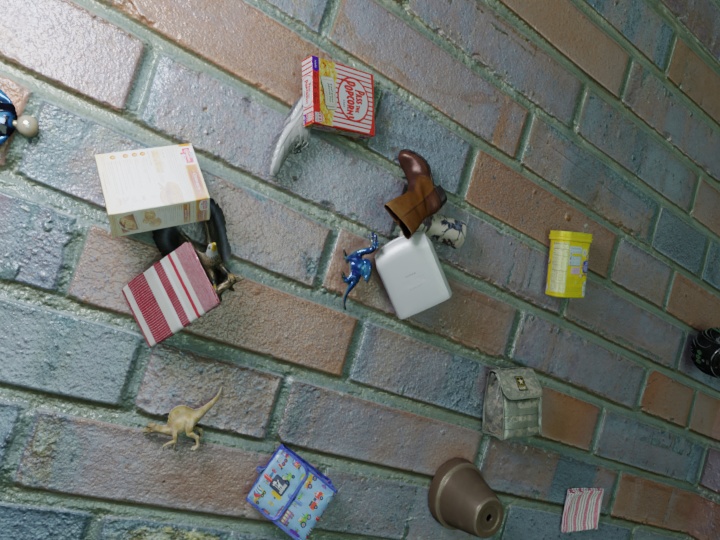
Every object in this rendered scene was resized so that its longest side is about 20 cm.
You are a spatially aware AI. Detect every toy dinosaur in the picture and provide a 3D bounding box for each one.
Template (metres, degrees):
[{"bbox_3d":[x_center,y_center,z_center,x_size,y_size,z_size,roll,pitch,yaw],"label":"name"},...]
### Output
[{"bbox_3d":[-0.389,0.349,1.227,0.195,0.058,0.105,-22,103,-25],"label":"toy dinosaur"}]

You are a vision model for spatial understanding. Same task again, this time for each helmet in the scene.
[{"bbox_3d":[1.389,0.316,2.098,0.192,0.191,0.208,2,105,6],"label":"helmet"}]

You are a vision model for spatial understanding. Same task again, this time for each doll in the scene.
[{"bbox_3d":[-0.709,-0.283,1.003,0.194,0.048,0.143,5,83,-35],"label":"doll"}]

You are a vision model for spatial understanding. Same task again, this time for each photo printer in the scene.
[{"bbox_3d":[0.135,0.008,1.435,0.162,0.070,0.205,-22,107,9],"label":"photo printer"}]

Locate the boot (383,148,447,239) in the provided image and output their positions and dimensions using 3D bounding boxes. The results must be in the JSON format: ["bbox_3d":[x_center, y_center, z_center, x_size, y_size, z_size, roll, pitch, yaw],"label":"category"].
[{"bbox_3d":[0.116,-0.201,1.395,0.199,0.068,0.192,-39,99,-38],"label":"boot"}]

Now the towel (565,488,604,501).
[{"bbox_3d":[0.792,0.850,1.918,0.194,0.030,0.152,10,91,-29],"label":"towel"}]

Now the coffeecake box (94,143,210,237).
[{"bbox_3d":[-0.424,-0.169,1.110,0.194,0.074,0.157,-13,61,-25],"label":"coffeecake box"}]

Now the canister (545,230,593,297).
[{"bbox_3d":[0.668,-0.020,1.741,0.144,0.086,0.209,2,95,-27],"label":"canister"}]

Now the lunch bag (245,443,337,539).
[{"bbox_3d":[-0.181,0.546,1.352,0.199,0.094,0.152,40,78,-12],"label":"lunch bag"}]

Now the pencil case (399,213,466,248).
[{"bbox_3d":[0.204,-0.113,1.491,0.194,0.089,0.081,10,62,-28],"label":"pencil case"}]

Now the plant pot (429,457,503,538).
[{"bbox_3d":[0.319,0.680,1.570,0.193,0.173,0.209,-3,98,-27],"label":"plant pot"}]

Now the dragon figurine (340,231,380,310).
[{"bbox_3d":[0.000,0.000,1.380,0.095,0.059,0.209,5,85,2],"label":"dragon figurine"}]

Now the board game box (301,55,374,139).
[{"bbox_3d":[-0.051,-0.414,1.312,0.195,0.045,0.158,-1,89,-42],"label":"board game box"}]

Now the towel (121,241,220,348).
[{"bbox_3d":[-0.399,0.053,1.136,0.196,0.023,0.148,-30,87,16],"label":"towel"}]

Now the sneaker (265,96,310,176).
[{"bbox_3d":[-0.156,-0.306,1.280,0.081,0.074,0.205,31,80,-24],"label":"sneaker"}]

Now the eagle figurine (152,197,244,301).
[{"bbox_3d":[-0.342,-0.041,1.196,0.203,0.150,0.151,55,24,10],"label":"eagle figurine"}]

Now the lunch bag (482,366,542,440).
[{"bbox_3d":[0.467,0.398,1.657,0.158,0.117,0.209,2,88,-27],"label":"lunch bag"}]
